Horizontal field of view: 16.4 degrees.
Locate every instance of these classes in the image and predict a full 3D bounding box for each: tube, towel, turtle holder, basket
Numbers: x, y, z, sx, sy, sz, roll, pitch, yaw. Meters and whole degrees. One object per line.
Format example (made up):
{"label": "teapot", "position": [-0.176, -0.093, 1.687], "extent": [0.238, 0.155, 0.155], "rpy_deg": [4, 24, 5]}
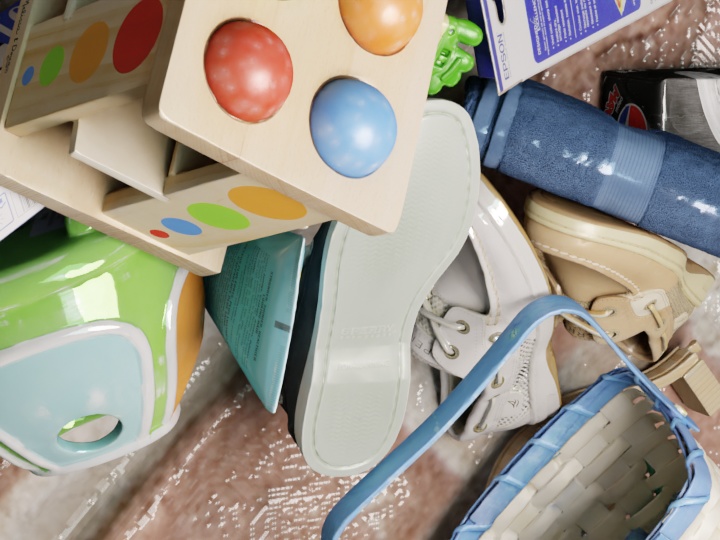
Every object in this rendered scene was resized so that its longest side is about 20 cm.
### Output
{"label": "tube", "position": [-0.051, 0.004, 1.170], "extent": [0.050, 0.200, 0.078], "rpy_deg": [3, 101, -11]}
{"label": "towel", "position": [0.142, -0.049, 1.254], "extent": [0.199, 0.112, 0.049], "rpy_deg": [22, 98, -1]}
{"label": "turtle holder", "position": [-0.158, 0.029, 1.157], "extent": [0.185, 0.141, 0.132], "rpy_deg": [-27, 111, -21]}
{"label": "basket", "position": [0.099, 0.127, 1.265], "extent": [0.176, 0.139, 0.200], "rpy_deg": [-44, 124, 8]}

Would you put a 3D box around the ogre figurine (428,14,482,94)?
{"label": "ogre figurine", "position": [-0.006, -0.158, 1.203], "extent": [0.098, 0.120, 0.200], "rpy_deg": [-37, 118, 4]}

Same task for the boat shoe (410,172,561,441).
{"label": "boat shoe", "position": [0.055, 0.025, 1.267], "extent": [0.069, 0.071, 0.200], "rpy_deg": [-28, 140, -10]}

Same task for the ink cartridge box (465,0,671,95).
{"label": "ink cartridge box", "position": [0.095, -0.160, 1.259], "extent": [0.200, 0.039, 0.100], "rpy_deg": [-30, 115, -53]}

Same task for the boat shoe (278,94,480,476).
{"label": "boat shoe", "position": [0.000, 0.000, 1.198], "extent": [0.075, 0.060, 0.201], "rpy_deg": [8, 115, -29]}

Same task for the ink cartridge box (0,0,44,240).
{"label": "ink cartridge box", "position": [-0.150, -0.077, 1.132], "extent": [0.200, 0.094, 0.044], "rpy_deg": [-41, 131, -36]}

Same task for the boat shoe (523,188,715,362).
{"label": "boat shoe", "position": [0.130, 0.008, 1.295], "extent": [0.065, 0.071, 0.200], "rpy_deg": [-64, 151, 1]}

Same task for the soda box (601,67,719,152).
{"label": "soda box", "position": [0.231, -0.076, 1.378], "extent": [0.199, 0.063, 0.071], "rpy_deg": [-3, 100, -27]}

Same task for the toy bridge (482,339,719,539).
{"label": "toy bridge", "position": [0.116, 0.106, 1.369], "extent": [0.200, 0.027, 0.067], "rpy_deg": [-43, 113, -13]}

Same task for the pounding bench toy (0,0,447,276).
{"label": "pounding bench toy", "position": [-0.048, -0.120, 1.055], "extent": [0.124, 0.156, 0.201], "rpy_deg": [26, 67, -33]}
